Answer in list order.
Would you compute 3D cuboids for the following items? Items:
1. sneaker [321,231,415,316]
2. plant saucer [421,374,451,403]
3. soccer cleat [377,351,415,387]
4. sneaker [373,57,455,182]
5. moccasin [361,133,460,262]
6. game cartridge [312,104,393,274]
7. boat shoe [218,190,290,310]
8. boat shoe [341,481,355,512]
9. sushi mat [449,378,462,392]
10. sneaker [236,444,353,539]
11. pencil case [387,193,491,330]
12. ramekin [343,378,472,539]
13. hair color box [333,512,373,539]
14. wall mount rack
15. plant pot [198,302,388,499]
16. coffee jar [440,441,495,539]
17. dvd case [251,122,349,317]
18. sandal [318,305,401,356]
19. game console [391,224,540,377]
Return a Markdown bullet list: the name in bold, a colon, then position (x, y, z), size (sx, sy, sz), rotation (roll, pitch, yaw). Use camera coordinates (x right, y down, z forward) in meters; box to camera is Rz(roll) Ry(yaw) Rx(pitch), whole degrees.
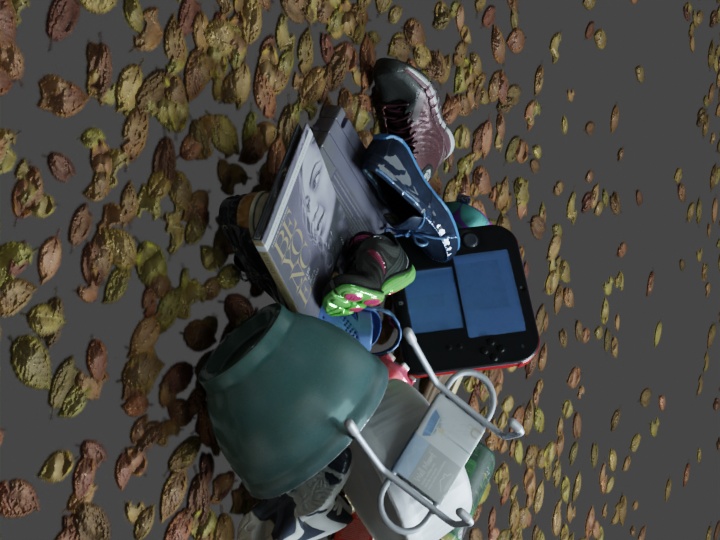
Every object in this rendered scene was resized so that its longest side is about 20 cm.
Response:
- **sneaker**: position (0.000, 0.000, 1.469), size (0.085, 0.076, 0.200), rotation (69, 22, -3)
- **plant saucer**: position (0.129, 0.098, 1.691), size (0.200, 0.029, 0.202), rotation (25, 89, -84)
- **soccer cleat**: position (0.052, 0.186, 1.551), size (0.076, 0.067, 0.201), rotation (-40, 130, -13)
- **sneaker**: position (0.057, -0.169, 1.583), size (0.200, 0.075, 0.116), rotation (51, 57, -49)
- **moccasin**: position (0.052, -0.077, 1.547), size (0.201, 0.080, 0.068), rotation (53, 55, -29)
- **game cartridge**: position (-0.020, -0.085, 1.515), size (0.130, 0.038, 0.201), rotation (-61, 141, -25)
- **boat shoe**: position (-0.103, -0.020, 1.374), size (0.201, 0.062, 0.075), rotation (66, 36, -55)
- **boat shoe**: position (-0.013, 0.202, 1.547), size (0.076, 0.071, 0.201), rotation (60, 36, -45)
- **sushi mat**: position (0.129, 0.159, 1.709), size (0.096, 0.012, 0.201), rotation (-48, 162, -61)
- **sneaker**: position (-0.045, 0.248, 1.422), size (0.129, 0.079, 0.200), rotation (-12, 138, -54)
- **pencil case**: position (0.111, 0.001, 1.678), size (0.085, 0.092, 0.201), rotation (55, 52, -46)
- **ramekin**: position (0.041, 0.220, 1.412), size (0.097, 0.200, 0.202), rotation (-27, 123, -17)
- **hair color box**: position (0.012, 0.371, 1.619), size (0.111, 0.063, 0.202), rotation (36, 65, -54)
- **wall mount rack**: position (0.071, 0.165, 1.292), size (0.173, 0.075, 0.201), rotation (38, 66, -8)
- **plant pot**: position (-0.087, 0.121, 1.327), size (0.134, 0.199, 0.201), rotation (49, 51, -16)
- **coffee jar**: position (0.114, 0.333, 1.740), size (0.105, 0.085, 0.201), rotation (92, 23, -54)
- **dvd case**: position (-0.060, -0.042, 1.369), size (0.201, 0.016, 0.150), rotation (66, 38, -56)
- **sandal**: position (-0.020, 0.074, 1.496), size (0.199, 0.086, 0.081), rotation (-13, 108, -54)
- **game console**: position (0.128, 0.036, 1.592), size (0.031, 0.175, 0.202), rotation (100, -17, -60)
